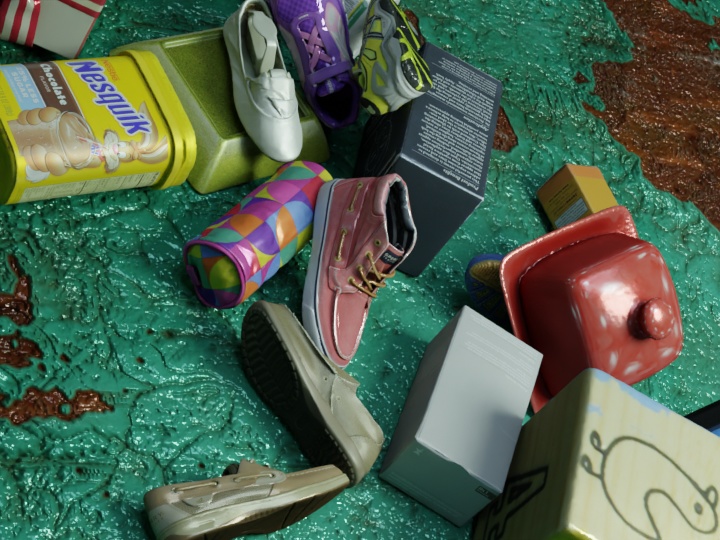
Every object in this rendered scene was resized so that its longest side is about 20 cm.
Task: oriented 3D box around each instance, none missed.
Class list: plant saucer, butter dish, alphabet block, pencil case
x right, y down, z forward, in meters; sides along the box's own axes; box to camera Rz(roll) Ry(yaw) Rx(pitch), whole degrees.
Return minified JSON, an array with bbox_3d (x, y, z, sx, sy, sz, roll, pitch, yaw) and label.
[{"bbox_3d":[-0.144,-0.194,1.678,0.199,0.048,0.200,-19,68,-42],"label":"plant saucer"},{"bbox_3d":[0.273,0.049,1.634,0.199,0.148,0.201,-22,103,-30],"label":"butter dish"},{"bbox_3d":[0.232,0.251,1.469,0.195,0.197,0.201,27,45,-10],"label":"alphabet block"},{"bbox_3d":[-0.100,-0.039,1.561,0.088,0.088,0.200,43,41,3],"label":"pencil case"}]

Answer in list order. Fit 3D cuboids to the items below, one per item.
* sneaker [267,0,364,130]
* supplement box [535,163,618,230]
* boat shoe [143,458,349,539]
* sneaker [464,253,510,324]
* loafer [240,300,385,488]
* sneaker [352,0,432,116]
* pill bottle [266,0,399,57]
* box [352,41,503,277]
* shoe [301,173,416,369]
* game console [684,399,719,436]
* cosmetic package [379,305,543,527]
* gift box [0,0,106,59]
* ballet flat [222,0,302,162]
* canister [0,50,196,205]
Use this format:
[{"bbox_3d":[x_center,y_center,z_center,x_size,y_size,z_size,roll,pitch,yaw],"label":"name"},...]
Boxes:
[{"bbox_3d":[-0.043,-0.238,1.684,0.089,0.080,0.201,-97,168,-54],"label":"sneaker"},{"bbox_3d":[0.287,-0.029,1.821,0.066,0.069,0.201,3,52,-44],"label":"supplement box"},{"bbox_3d":[-0.099,0.199,1.374,0.199,0.071,0.065,-10,63,-38],"label":"boat shoe"},{"bbox_3d":[0.192,0.014,1.732,0.199,0.075,0.088,20,38,-32],"label":"sneaker"},{"bbox_3d":[-0.046,0.115,1.481,0.067,0.076,0.201,-23,81,-44],"label":"loafer"},{"bbox_3d":[0.022,-0.241,1.668,0.075,0.076,0.200,47,20,-28],"label":"sneaker"},{"bbox_3d":[-0.060,-0.348,1.813,0.200,0.113,0.113,41,43,1],"label":"pill bottle"},{"bbox_3d":[0.068,-0.124,1.692,0.107,0.149,0.201,27,45,-13],"label":"box"},{"bbox_3d":[0.000,0.000,1.540,0.071,0.091,0.201,21,68,-50],"label":"shoe"},{"bbox_3d":[0.379,0.230,1.643,0.175,0.116,0.201,4,54,-32],"label":"game console"},{"bbox_3d":[0.104,0.145,1.548,0.107,0.090,0.200,34,47,-7],"label":"cosmetic package"},{"bbox_3d":[-0.345,-0.342,1.572,0.199,0.185,0.187,17,39,-17],"label":"gift box"},{"bbox_3d":[-0.103,-0.210,1.635,0.069,0.069,0.201,3,55,-32],"label":"ballet flat"},{"bbox_3d":[-0.282,-0.142,1.515,0.199,0.087,0.149,-11,62,-38],"label":"canister"}]
